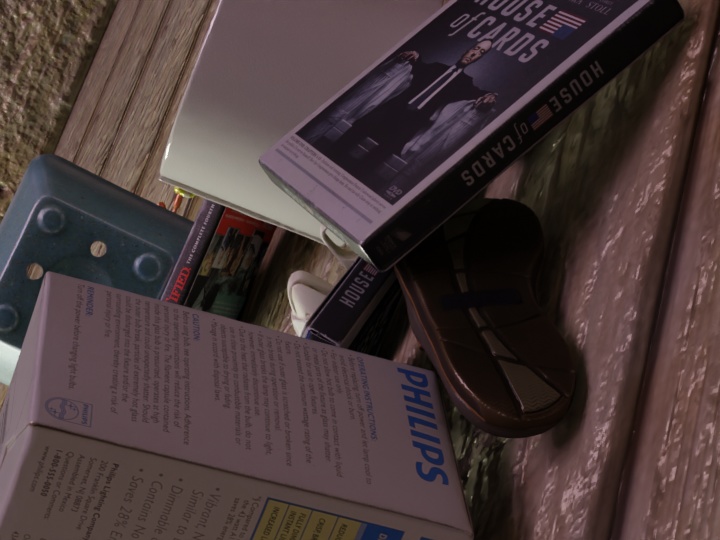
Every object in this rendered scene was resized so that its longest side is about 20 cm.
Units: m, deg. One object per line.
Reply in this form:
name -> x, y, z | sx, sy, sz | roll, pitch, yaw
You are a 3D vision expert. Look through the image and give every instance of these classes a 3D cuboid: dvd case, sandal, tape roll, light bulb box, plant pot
dvd case -> -0.113, 0.004, 1.345 | 0.201, 0.022, 0.146 | -67, -14, 2
sandal -> 0.061, 0.025, 0.858 | 0.200, 0.081, 0.055 | -107, 16, -55
dvd case -> -0.023, 0.072, 0.947 | 0.150, 0.025, 0.201 | -53, -11, -54
tape roll -> -0.039, -0.134, 1.189 | 0.203, 0.139, 0.204 | -159, 90, -85
light bulb box -> -0.080, 0.133, 0.812 | 0.125, 0.199, 0.199 | -99, 29, -57
dvd case -> 0.053, -0.093, 0.906 | 0.200, 0.025, 0.150 | -40, 30, -6
plant pot -> -0.218, 0.022, 1.392 | 0.200, 0.195, 0.197 | 153, 143, -85

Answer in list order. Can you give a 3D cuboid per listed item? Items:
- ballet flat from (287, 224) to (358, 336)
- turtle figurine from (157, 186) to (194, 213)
ballet flat -> 0.000, 0.000, 1.052 | 0.201, 0.071, 0.069 | -60, 18, 13
turtle figurine -> -0.118, -0.132, 1.624 | 0.200, 0.064, 0.162 | -56, 8, 52
